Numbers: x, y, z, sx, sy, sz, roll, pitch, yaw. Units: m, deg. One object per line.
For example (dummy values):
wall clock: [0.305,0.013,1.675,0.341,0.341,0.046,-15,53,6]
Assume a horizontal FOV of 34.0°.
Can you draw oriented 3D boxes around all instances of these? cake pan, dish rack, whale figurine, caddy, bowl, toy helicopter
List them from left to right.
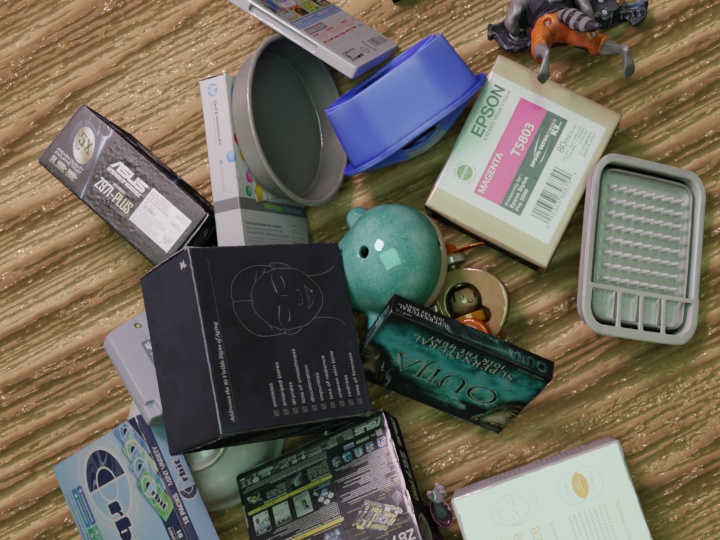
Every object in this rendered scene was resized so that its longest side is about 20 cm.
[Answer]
bowl: [-0.191,0.186,1.390,0.198,0.090,0.204,0,85,6]
cake pan: [-0.081,-0.171,1.367,0.036,0.199,0.204,-10,83,32]
whale figurine: [0.000,0.000,1.345,0.198,0.103,0.161,-20,71,28]
caddy: [0.052,-0.185,1.364,0.199,0.141,0.106,-34,100,3]
toy helicopter: [0.079,0.026,1.383,0.197,0.079,0.134,8,93,20]
dish rack: [0.315,-0.022,1.344,0.169,0.043,0.203,8,85,-27]

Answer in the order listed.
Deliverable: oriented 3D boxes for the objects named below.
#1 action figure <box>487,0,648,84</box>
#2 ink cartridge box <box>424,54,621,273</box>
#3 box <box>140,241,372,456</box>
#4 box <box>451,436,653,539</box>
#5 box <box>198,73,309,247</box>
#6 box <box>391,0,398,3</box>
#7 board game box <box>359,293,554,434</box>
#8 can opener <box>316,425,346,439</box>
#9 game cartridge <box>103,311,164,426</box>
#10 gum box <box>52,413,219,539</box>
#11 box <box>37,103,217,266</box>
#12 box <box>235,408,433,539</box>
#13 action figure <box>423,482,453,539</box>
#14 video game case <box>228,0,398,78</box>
action figure: [0.252,-0.298,1.357,0.197,0.105,0.195,-15,48,-5]
ink cartridge box: [0.189,-0.123,1.380,0.163,0.075,0.202,26,89,7]
box: [-0.114,0.082,1.279,0.123,0.195,0.203,-25,72,49]
box: [0.219,0.292,1.325,0.197,0.106,0.154,-20,83,5]
box: [-0.121,-0.114,1.373,0.041,0.155,0.203,-11,83,25]
box: [0.081,-0.460,1.437,0.191,0.048,0.202,-27,84,6]
board game box: [0.099,0.109,1.321,0.198,0.136,0.028,23,49,-9]
can opener: [-0.039,0.246,1.376,0.053,0.067,0.203,7,86,17]
game cartridge: [-0.187,0.093,1.357,0.198,0.041,0.134,-16,62,-36]
gum box: [-0.261,0.271,1.358,0.199,0.044,0.172,-32,79,42]
box: [-0.254,-0.086,1.383,0.199,0.164,0.086,40,91,9]
box: [-0.031,0.268,1.309,0.198,0.049,0.163,-26,58,13]
action figure: [0.082,0.325,1.346,0.133,0.149,0.202,-32,57,18]
video game case: [-0.063,-0.299,1.396,0.199,0.143,0.018,34,120,8]
